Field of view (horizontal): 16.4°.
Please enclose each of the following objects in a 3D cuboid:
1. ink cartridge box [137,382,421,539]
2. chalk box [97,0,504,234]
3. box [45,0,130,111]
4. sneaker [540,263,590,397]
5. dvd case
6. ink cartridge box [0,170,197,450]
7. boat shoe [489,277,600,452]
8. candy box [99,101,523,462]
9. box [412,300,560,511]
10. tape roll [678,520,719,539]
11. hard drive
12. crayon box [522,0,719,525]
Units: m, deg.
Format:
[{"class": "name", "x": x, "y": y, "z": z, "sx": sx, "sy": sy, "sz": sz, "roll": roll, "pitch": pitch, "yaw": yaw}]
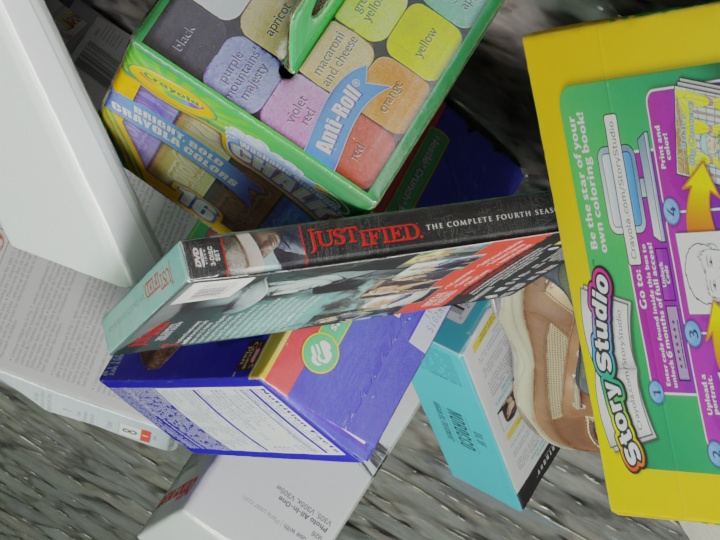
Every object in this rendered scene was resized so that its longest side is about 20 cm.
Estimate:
[{"class": "ink cartridge box", "x": -0.030, "y": 0.086, "z": 1.416, "sx": 0.084, "sy": 0.200, "sz": 0.146, "roll": 35, "pitch": 161, "yaw": -5}, {"class": "chalk box", "x": -0.024, "y": -0.095, "z": 1.073, "sx": 0.124, "sy": 0.125, "sz": 0.200, "roll": 35, "pitch": 163, "yaw": -5}, {"class": "box", "x": -0.216, "y": -0.128, "z": 1.275, "sx": 0.200, "sy": 0.156, "sz": 0.041, "roll": 36, "pitch": 119, "yaw": -10}, {"class": "sneaker", "x": 0.149, "y": 0.054, "z": 1.172, "sx": 0.081, "sy": 0.074, "sz": 0.200, "roll": -8, "pitch": 113, "yaw": 40}, {"class": "dvd case", "x": 0.000, "y": 0.000, "z": 1.085, "sx": 0.199, "sy": 0.022, "sz": 0.146, "roll": -9, "pitch": 170, "yaw": -20}, {"class": "ink cartridge box", "x": -0.170, "y": -0.005, "z": 1.419, "sx": 0.200, "sy": 0.163, "sz": 0.050, "roll": 19, "pitch": 160, "yaw": 4}, {"class": "boat shoe", "x": 0.120, "y": 0.042, "z": 1.269, "sx": 0.072, "sy": 0.076, "sz": 0.200, "roll": 20, "pitch": 160, "yaw": 27}, {"class": "candy box", "x": -0.028, "y": 0.006, "z": 1.262, "sx": 0.077, "sy": 0.169, "sz": 0.200, "roll": 38, "pitch": 161, "yaw": -22}, {"class": "box", "x": 0.072, "y": 0.049, "z": 1.346, "sx": 0.049, "sy": 0.082, "sz": 0.200, "roll": 25, "pitch": 160, "yaw": 24}, {"class": "tape roll", "x": 0.180, "y": 0.044, "z": 1.012, "sx": 0.203, "sy": 0.037, "sz": 0.203, "roll": 28, "pitch": 124, "yaw": 53}, {"class": "hard drive", "x": -0.165, "y": -0.092, "z": 1.132, "sx": 0.132, "sy": 0.026, "sz": 0.200, "roll": 17, "pitch": 137, "yaw": 55}, {"class": "crayon box", "x": 0.147, "y": -0.004, "z": 0.955, "sx": 0.172, "sy": 0.058, "sz": 0.201, "roll": -2, "pitch": 100, "yaw": 61}]
